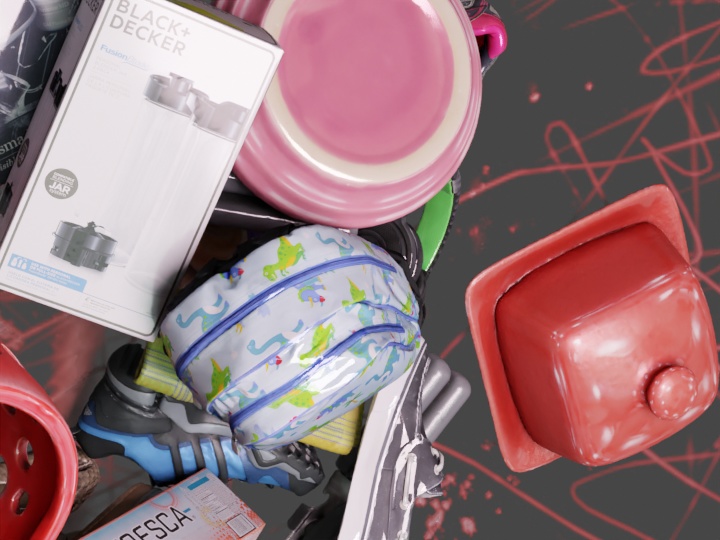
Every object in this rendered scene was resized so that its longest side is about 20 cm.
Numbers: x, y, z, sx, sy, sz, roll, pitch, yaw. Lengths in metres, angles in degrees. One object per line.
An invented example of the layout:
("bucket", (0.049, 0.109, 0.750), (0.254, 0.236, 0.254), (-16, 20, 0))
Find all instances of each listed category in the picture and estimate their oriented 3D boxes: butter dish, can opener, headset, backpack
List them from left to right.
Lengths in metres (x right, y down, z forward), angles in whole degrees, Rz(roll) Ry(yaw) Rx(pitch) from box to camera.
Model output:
("can opener", (-0.092, -0.047, 1.305), (0.199, 0.067, 0.053), (7, 127, -19))
("backpack", (-0.044, 0.040, 1.250), (0.163, 0.154, 0.200), (-28, 155, 4))
("headset", (0.000, 0.000, 1.415), (0.201, 0.094, 0.124), (-58, 160, -22))
("can opener", (0.014, 0.157, 1.528), (0.053, 0.066, 0.200), (40, 84, -37))
("butter dish", (0.206, 0.068, 1.547), (0.199, 0.148, 0.200), (-26, 123, -16))

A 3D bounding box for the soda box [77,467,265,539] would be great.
("soda box", (-0.151, 0.205, 1.347), (0.200, 0.064, 0.069), (-24, 151, -57))

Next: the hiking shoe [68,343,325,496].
("hiking shoe", (-0.118, 0.123, 1.453), (0.199, 0.075, 0.087), (29, 112, -29))

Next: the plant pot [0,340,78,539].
("plant pot", (-0.302, 0.105, 1.255), (0.200, 0.182, 0.201), (-20, 131, -25))

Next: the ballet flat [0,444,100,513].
("ballet flat", (-0.275, 0.172, 1.395), (0.199, 0.046, 0.068), (-16, 119, -21))

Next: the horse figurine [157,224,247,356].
("horse figurine", (-0.123, -0.042, 1.352), (0.132, 0.050, 0.201), (-7, 85, -30))

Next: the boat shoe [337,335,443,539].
("boat shoe", (0.030, 0.147, 1.455), (0.067, 0.072, 0.201), (14, 81, 2))

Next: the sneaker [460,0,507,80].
("sneaker", (0.022, -0.115, 1.408), (0.080, 0.075, 0.200), (33, 95, -35))

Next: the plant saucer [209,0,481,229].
("plant saucer", (-0.005, -0.128, 1.288), (0.199, 0.051, 0.202), (1, 87, -24))

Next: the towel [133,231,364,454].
("towel", (-0.066, 0.043, 1.429), (0.199, 0.023, 0.145), (20, 72, -35))

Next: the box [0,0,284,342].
("box", (-0.141, -0.071, 1.207), (0.116, 0.060, 0.201), (22, 102, -21))

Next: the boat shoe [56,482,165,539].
("boat shoe", (-0.222, 0.216, 1.425), (0.200, 0.065, 0.071), (-44, 162, -2))

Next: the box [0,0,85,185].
("box", (-0.235, -0.160, 1.229), (0.199, 0.104, 0.183), (-29, 122, -14))
